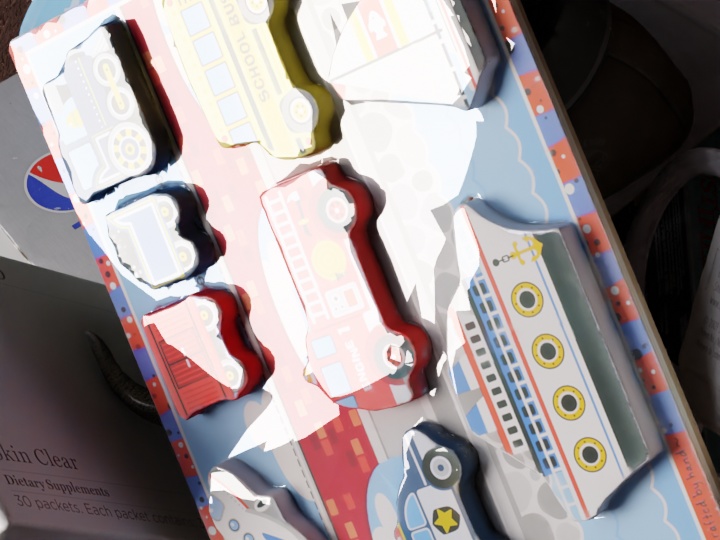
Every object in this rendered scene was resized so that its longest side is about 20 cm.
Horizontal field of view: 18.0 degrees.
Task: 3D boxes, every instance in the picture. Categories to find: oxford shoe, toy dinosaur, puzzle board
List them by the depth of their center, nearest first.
[{"bbox_3d":[-0.003,0.005,0.593,0.150,0.017,0.201,-22,91,34],"label":"puzzle board"},{"bbox_3d":[0.011,-0.016,0.653,0.200,0.084,0.073,-23,48,42],"label":"oxford shoe"},{"bbox_3d":[0.016,0.053,0.654,0.077,0.200,0.102,-54,-1,-7],"label":"toy dinosaur"}]

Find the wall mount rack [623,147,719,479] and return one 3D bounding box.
[{"bbox_3d":[0.144,-0.006,0.544,0.200,0.074,0.175,36,113,63],"label":"wall mount rack"}]

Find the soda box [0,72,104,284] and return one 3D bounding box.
[{"bbox_3d":[-0.091,0.007,0.882,0.200,0.068,0.064,45,155,31],"label":"soda box"}]

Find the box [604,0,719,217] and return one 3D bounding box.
[{"bbox_3d":[0.042,-0.077,0.724,0.200,0.097,0.125,-43,25,48],"label":"box"}]

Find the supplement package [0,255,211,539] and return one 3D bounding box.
[{"bbox_3d":[-0.120,0.089,0.711,0.156,0.200,0.111,-42,63,17],"label":"supplement package"}]

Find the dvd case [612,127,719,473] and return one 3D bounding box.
[{"bbox_3d":[0.058,0.051,0.745,0.200,0.022,0.147,-41,42,49],"label":"dvd case"}]

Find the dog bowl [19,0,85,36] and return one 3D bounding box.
[{"bbox_3d":[-0.055,-0.154,0.890,0.200,0.050,0.111,-53,2,-17],"label":"dog bowl"}]
